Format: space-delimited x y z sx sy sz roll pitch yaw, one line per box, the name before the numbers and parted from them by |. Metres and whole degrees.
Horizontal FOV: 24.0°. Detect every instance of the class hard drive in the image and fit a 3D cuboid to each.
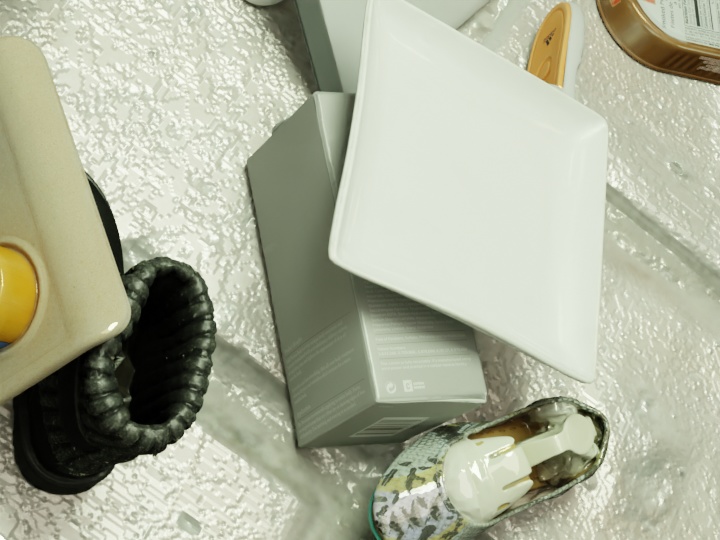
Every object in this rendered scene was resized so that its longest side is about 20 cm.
hard drive | 0.032 -0.210 1.150 0.200 0.027 0.132 -43 134 -33

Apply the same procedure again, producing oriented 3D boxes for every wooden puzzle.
wooden puzzle | -0.232 -0.006 0.880 0.046 0.199 0.186 30 35 -61

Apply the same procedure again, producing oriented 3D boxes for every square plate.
square plate | 0.068 -0.049 1.030 0.199 0.028 0.199 26 55 -28

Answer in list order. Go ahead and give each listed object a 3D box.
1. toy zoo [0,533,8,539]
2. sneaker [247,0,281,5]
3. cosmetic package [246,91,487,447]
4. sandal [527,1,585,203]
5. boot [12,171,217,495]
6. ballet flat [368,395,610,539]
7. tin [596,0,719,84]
toy zoo | -0.259 0.168 0.899 0.200 0.020 0.131 42 58 -5
sneaker | -0.088 -0.284 1.122 0.071 0.099 0.201 -27 82 -30
cosmetic package | 0.000 0.000 1.047 0.090 0.107 0.201 2 71 -30
sandal | 0.109 -0.109 1.169 0.059 0.079 0.207 21 53 -16
boot | -0.144 0.013 0.937 0.079 0.158 0.212 -3 72 -27
ballet flat | 0.088 0.118 1.037 0.200 0.072 0.072 -16 77 -47
tin | 0.275 -0.203 1.309 0.199 0.042 0.113 9 62 -23
